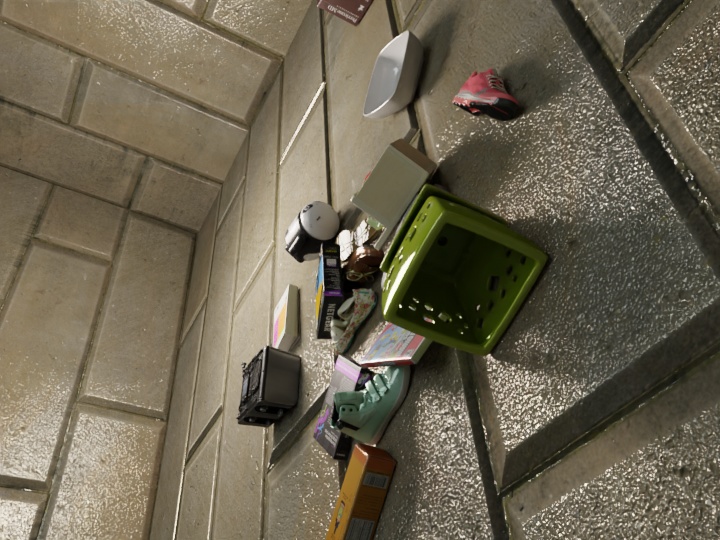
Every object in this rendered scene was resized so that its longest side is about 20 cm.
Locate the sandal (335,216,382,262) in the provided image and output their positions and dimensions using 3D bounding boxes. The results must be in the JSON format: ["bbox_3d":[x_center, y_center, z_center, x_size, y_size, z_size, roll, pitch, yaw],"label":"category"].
[{"bbox_3d":[0.001,-0.072,1.581,0.199,0.053,0.082,-31,54,47],"label":"sandal"}]

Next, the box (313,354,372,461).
[{"bbox_3d":[-0.041,0.300,1.419,0.143,0.036,0.203,14,84,68],"label":"box"}]

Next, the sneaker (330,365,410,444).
[{"bbox_3d":[0.015,0.236,1.235,0.203,0.117,0.074,-65,22,11],"label":"sneaker"}]

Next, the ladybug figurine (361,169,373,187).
[{"bbox_3d":[0.058,-0.194,1.514,0.200,0.071,0.138,17,89,67],"label":"ladybug figurine"}]

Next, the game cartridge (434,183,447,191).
[{"bbox_3d":[0.136,-0.061,1.294,0.202,0.038,0.130,-62,29,20],"label":"game cartridge"}]

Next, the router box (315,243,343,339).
[{"bbox_3d":[-0.079,0.054,1.570,0.201,0.050,0.151,103,166,-53],"label":"router box"}]

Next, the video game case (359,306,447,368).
[{"bbox_3d":[0.086,0.122,1.209,0.143,0.017,0.199,-52,14,-26],"label":"video game case"}]

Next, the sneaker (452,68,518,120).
[{"bbox_3d":[0.240,-0.343,1.216,0.088,0.073,0.200,-65,24,10],"label":"sneaker"}]

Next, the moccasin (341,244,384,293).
[{"bbox_3d":[-0.001,0.000,1.502,0.201,0.073,0.079,-36,44,55],"label":"moccasin"}]

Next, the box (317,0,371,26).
[{"bbox_3d":[-0.033,-0.993,2.193,0.200,0.164,0.166,-47,34,44],"label":"box"}]

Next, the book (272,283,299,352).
[{"bbox_3d":[-0.230,0.159,1.936,0.134,0.047,0.202,-56,26,37],"label":"book"}]

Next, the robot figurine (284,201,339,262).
[{"bbox_3d":[-0.143,-0.110,1.833,0.200,0.123,0.152,-47,40,44],"label":"robot figurine"}]

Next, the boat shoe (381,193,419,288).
[{"bbox_3d":[0.098,-0.051,1.269,0.074,0.064,0.205,121,168,-74],"label":"boat shoe"}]

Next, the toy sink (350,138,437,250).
[{"bbox_3d":[0.058,-0.166,1.367,0.201,0.111,0.130,-56,-3,23],"label":"toy sink"}]

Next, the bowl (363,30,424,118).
[{"bbox_3d":[0.091,-0.493,1.660,0.199,0.074,0.203,-6,67,64],"label":"bowl"}]

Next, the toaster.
[{"bbox_3d":[-0.259,0.320,1.784,0.181,0.117,0.202,-46,35,44],"label":"toaster"}]

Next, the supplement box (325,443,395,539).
[{"bbox_3d":[-0.002,0.434,1.193,0.066,0.068,0.203,17,87,67],"label":"supplement box"}]

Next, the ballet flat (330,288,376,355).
[{"bbox_3d":[-0.032,0.115,1.499,0.201,0.063,0.076,-59,27,28],"label":"ballet flat"}]

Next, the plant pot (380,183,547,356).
[{"bbox_3d":[0.148,-0.014,1.036,0.202,0.197,0.182,-61,19,22],"label":"plant pot"}]
